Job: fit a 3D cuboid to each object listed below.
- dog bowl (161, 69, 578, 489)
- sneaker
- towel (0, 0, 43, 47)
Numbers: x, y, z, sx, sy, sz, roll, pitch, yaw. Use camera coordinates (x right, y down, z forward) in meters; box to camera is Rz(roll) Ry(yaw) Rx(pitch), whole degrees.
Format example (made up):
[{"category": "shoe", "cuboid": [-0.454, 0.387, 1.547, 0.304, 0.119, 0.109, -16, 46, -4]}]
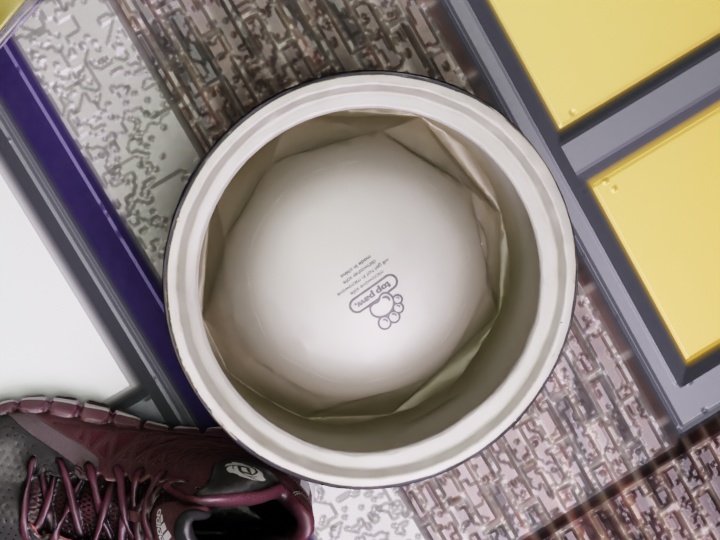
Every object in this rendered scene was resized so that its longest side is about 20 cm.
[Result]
[{"category": "dog bowl", "cuboid": [0.000, 0.000, 1.108, 0.199, 0.074, 0.201, -2, 99, -10]}, {"category": "sneaker", "cuboid": [-0.114, 0.107, 1.084, 0.199, 0.116, 0.076, 0, 99, -10]}, {"category": "towel", "cuboid": [-0.260, -0.145, 1.067, 0.200, 0.023, 0.144, 44, 91, -13]}]
